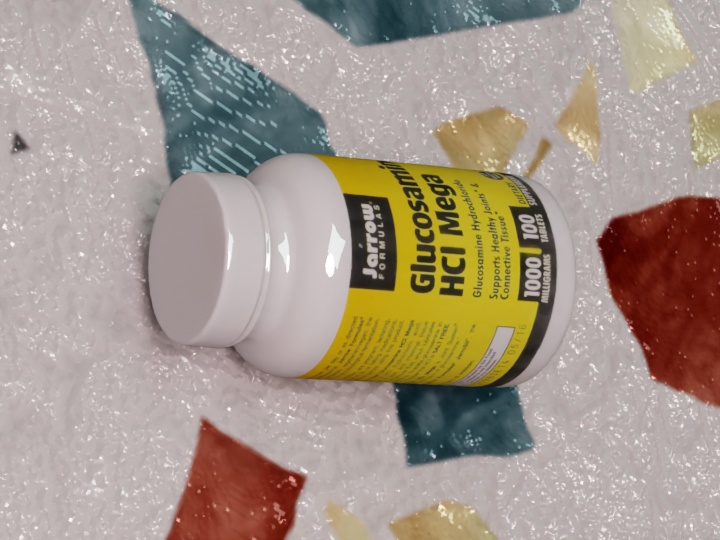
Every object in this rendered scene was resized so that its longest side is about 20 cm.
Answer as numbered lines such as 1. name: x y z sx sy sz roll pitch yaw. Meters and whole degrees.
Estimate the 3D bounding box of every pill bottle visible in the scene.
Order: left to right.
1. pill bottle: 0.000 0.000 1.307 0.199 0.112 0.113 4 67 -32
